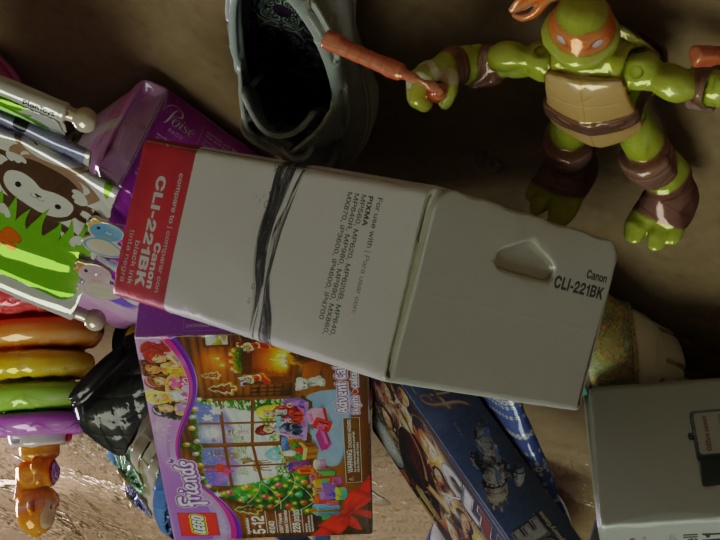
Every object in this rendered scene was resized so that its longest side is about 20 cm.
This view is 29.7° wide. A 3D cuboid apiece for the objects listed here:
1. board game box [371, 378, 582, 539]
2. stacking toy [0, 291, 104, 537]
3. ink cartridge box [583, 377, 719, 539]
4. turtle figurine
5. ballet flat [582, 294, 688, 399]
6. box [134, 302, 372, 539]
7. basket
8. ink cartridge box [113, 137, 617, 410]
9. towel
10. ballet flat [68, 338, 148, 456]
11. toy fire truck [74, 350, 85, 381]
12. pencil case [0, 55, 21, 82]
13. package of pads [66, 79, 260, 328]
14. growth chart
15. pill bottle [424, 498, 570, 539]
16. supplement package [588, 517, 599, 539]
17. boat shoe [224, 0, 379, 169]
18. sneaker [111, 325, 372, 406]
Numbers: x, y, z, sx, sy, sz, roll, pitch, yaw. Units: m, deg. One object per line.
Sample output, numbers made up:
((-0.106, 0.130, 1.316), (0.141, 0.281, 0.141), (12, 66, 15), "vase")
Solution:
((0.072, 0.138, 0.785), (0.201, 0.034, 0.136), (55, 164, 24), "board game box")
((-0.229, 0.086, 0.960), (0.108, 0.203, 0.116), (-4, 172, 1), "stacking toy")
((0.225, 0.123, 0.736), (0.197, 0.084, 0.147), (-5, 146, 11), "ink cartridge box")
((0.092, -0.073, 0.585), (0.198, 0.065, 0.162), (3, 156, 17), "turtle figurine")
((0.159, 0.066, 0.788), (0.070, 0.071, 0.201), (11, 149, 25), "ballet flat")
((-0.060, 0.095, 0.852), (0.135, 0.039, 0.201), (-2, 134, 1), "box")
((-0.106, 0.146, 1.054), (0.199, 0.140, 0.177), (28, 154, 15), "basket")
((0.000, 0.000, 0.654), (0.199, 0.085, 0.143), (12, 180, 45), "ink cartridge box")
((0.079, 0.095, 0.800), (0.202, 0.024, 0.145), (66, 166, -20), "towel")
((-0.105, 0.047, 0.883), (0.199, 0.067, 0.057), (-36, 107, 17), "ballet flat")
((-0.328, 0.033, 1.087), (0.199, 0.130, 0.175), (28, 154, -28), "toy fire truck")
((-0.268, -0.070, 0.870), (0.093, 0.092, 0.200), (24, 156, -16), "pencil case")
((-0.139, -0.033, 0.838), (0.120, 0.076, 0.199), (34, 152, -24), "package of pads")
((-0.195, -0.042, 0.753), (0.143, 0.018, 0.201), (18, 142, 2), "growth chart")
((0.102, 0.228, 1.057), (0.110, 0.112, 0.201), (22, 153, 5), "pill bottle")
((0.241, 0.234, 0.857), (0.189, 0.201, 0.147), (8, 149, 30), "supplement package")
((-0.034, -0.093, 0.645), (0.069, 0.072, 0.201), (18, 154, 10), "boat shoe")
((-0.088, 0.057, 0.929), (0.198, 0.071, 0.090), (11, 178, 15), "sneaker")
